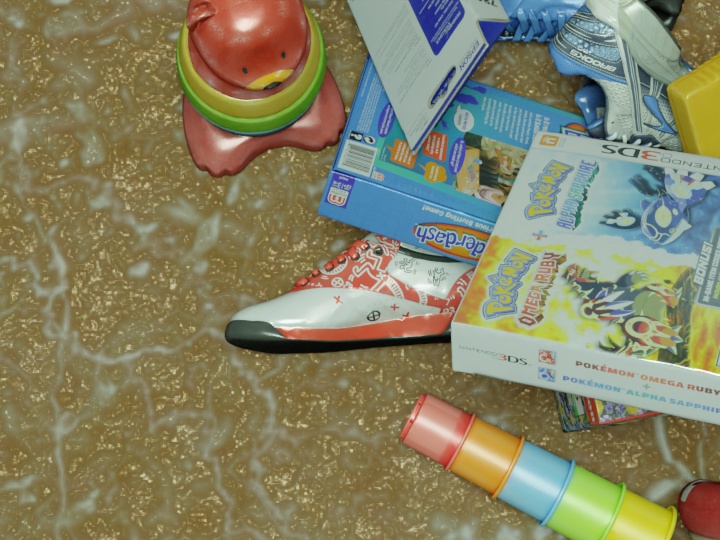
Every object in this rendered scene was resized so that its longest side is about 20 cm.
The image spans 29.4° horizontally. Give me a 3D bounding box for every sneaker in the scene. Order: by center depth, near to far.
[{"bbox_3d":[0.199,-0.124,0.980,0.085,0.077,0.200,-39,129,13],"label":"sneaker"},{"bbox_3d":[0.000,0.000,0.987,0.201,0.067,0.108,-4,80,-5],"label":"sneaker"},{"bbox_3d":[0.145,-0.186,1.012,0.199,0.077,0.111,-24,74,-12],"label":"sneaker"}]

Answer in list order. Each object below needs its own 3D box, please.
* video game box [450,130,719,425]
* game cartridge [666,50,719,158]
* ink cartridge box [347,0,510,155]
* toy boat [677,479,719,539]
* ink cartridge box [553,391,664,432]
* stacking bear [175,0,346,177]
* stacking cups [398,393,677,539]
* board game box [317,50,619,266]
[{"bbox_3d":[0.169,-0.002,0.834,0.182,0.047,0.200,9,43,19],"label":"video game box"},{"bbox_3d":[0.322,-0.112,0.981,0.200,0.032,0.177,-31,128,-6],"label":"game cartridge"},{"bbox_3d":[0.046,-0.176,0.951,0.039,0.100,0.200,12,42,-31],"label":"ink cartridge box"},{"bbox_3d":[0.312,0.129,0.946,0.199,0.131,0.131,-21,89,-6],"label":"toy boat"},{"bbox_3d":[0.199,0.073,0.916,0.109,0.200,0.051,-10,82,-4],"label":"ink cartridge box"},{"bbox_3d":[-0.074,-0.148,0.935,0.121,0.200,0.114,-16,83,-5],"label":"stacking bear"},{"bbox_3d":[0.121,0.153,0.975,0.200,0.061,0.061,25,82,3],"label":"stacking cups"},{"bbox_3d":[0.083,-0.070,0.966,0.199,0.045,0.152,18,44,-2],"label":"board game box"}]
